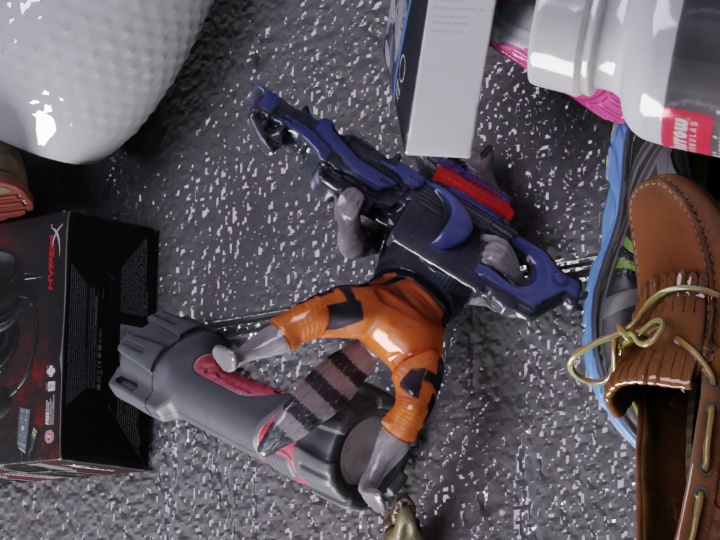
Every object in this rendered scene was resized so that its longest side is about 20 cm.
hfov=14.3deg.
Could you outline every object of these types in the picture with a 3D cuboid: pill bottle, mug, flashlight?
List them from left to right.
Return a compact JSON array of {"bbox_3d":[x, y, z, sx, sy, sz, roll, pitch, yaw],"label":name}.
[{"bbox_3d":[-0.174,-0.168,1.702,0.200,0.148,0.176,43,114,59],"label":"mug"},{"bbox_3d":[-0.054,0.071,1.591,0.200,0.068,0.068,25,104,48],"label":"flashlight"},{"bbox_3d":[0.181,-0.102,1.288,0.200,0.111,0.111,13,91,11],"label":"pill bottle"}]

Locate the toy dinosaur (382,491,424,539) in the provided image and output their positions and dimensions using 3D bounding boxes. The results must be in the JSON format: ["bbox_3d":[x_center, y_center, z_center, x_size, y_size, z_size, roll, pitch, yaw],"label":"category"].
[{"bbox_3d":[0.002,0.218,1.516,0.200,0.047,0.088,-62,34,15],"label":"toy dinosaur"}]

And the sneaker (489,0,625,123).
[{"bbox_3d":[0.107,-0.141,1.436,0.088,0.081,0.200,-55,24,10],"label":"sneaker"}]

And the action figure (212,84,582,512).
[{"bbox_3d":[0.000,0.000,1.489,0.200,0.194,0.105,39,155,3],"label":"action figure"}]

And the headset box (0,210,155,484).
[{"bbox_3d":[-0.219,0.052,1.736,0.200,0.077,0.149,-7,77,41],"label":"headset box"}]

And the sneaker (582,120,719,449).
[{"bbox_3d":[0.160,-0.001,1.395,0.083,0.071,0.200,-7,74,48],"label":"sneaker"}]

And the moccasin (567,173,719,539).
[{"bbox_3d":[0.143,0.052,1.315,0.074,0.078,0.202,154,118,-62],"label":"moccasin"}]

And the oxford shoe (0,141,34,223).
[{"bbox_3d":[-0.236,-0.064,1.718,0.200,0.070,0.075,167,101,-77],"label":"oxford shoe"}]

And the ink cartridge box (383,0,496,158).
[{"bbox_3d":[0.045,-0.163,1.385,0.100,0.039,0.200,-99,15,-54],"label":"ink cartridge box"}]
